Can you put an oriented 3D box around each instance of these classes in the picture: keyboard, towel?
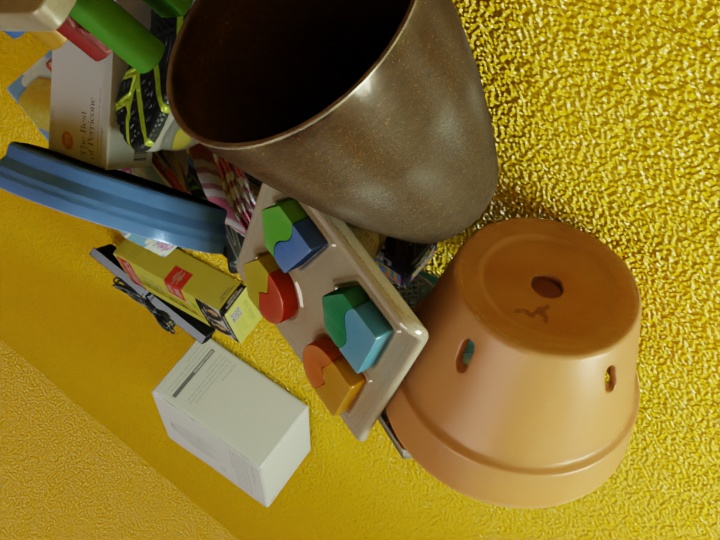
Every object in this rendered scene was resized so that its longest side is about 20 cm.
[{"bbox_3d":[-0.289,0.035,1.553,0.200,0.021,0.127,38,-171,1],"label":"keyboard"},{"bbox_3d":[-0.141,-0.115,0.993,0.201,0.030,0.146,68,168,-19],"label":"towel"}]

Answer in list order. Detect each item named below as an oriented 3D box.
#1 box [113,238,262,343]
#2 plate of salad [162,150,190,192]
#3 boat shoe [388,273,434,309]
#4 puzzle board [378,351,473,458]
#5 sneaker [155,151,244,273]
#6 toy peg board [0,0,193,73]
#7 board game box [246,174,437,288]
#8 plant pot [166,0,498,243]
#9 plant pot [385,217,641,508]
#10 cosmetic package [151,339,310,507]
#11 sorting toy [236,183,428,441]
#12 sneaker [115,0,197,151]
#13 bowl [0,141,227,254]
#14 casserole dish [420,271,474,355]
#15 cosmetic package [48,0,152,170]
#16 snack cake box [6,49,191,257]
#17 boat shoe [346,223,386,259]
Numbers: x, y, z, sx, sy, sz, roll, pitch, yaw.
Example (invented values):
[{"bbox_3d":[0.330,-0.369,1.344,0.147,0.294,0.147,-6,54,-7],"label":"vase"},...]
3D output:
[{"bbox_3d":[-0.222,0.018,1.453,0.200,0.050,0.075,27,156,27],"label":"box"},{"bbox_3d":[-0.206,-0.157,1.017,0.201,0.048,0.200,61,170,19],"label":"plate of salad"},{"bbox_3d":[0.000,0.000,1.046,0.200,0.075,0.062,37,170,25],"label":"boat shoe"},{"bbox_3d":[0.081,0.105,0.966,0.200,0.150,0.017,-129,38,-69],"label":"puzzle board"},{"bbox_3d":[-0.186,-0.069,1.196,0.199,0.083,0.071,35,161,12],"label":"sneaker"},{"bbox_3d":[-0.181,-0.227,0.770,0.199,0.201,0.098,13,161,46],"label":"toy peg board"},{"bbox_3d":[-0.026,-0.089,0.954,0.200,0.057,0.165,33,159,15],"label":"board game box"},{"bbox_3d":[0.007,-0.107,0.750,0.187,0.187,0.200,17,163,41],"label":"plant pot"},{"bbox_3d":[0.125,0.056,0.851,0.200,0.200,0.140,31,139,18],"label":"plant pot"},{"bbox_3d":[-0.186,0.227,1.698,0.200,0.123,0.200,34,157,15],"label":"cosmetic package"},{"bbox_3d":[-0.035,0.024,0.861,0.185,0.036,0.200,53,153,18],"label":"sorting toy"},{"bbox_3d":[-0.114,-0.176,0.847,0.075,0.076,0.200,54,125,26],"label":"sneaker"},{"bbox_3d":[-0.205,-0.062,0.949,0.200,0.040,0.201,18,-177,-1],"label":"bowl"},{"bbox_3d":[0.043,0.043,1.120,0.200,0.039,0.121,20,150,40],"label":"casserole dish"},{"bbox_3d":[-0.203,-0.187,0.896,0.082,0.051,0.201,20,111,39],"label":"cosmetic package"},{"bbox_3d":[-0.248,-0.115,1.126,0.200,0.067,0.115,49,179,13],"label":"snack cake box"},{"bbox_3d":[-0.029,-0.006,0.958,0.071,0.065,0.200,43,158,-13],"label":"boat shoe"}]
